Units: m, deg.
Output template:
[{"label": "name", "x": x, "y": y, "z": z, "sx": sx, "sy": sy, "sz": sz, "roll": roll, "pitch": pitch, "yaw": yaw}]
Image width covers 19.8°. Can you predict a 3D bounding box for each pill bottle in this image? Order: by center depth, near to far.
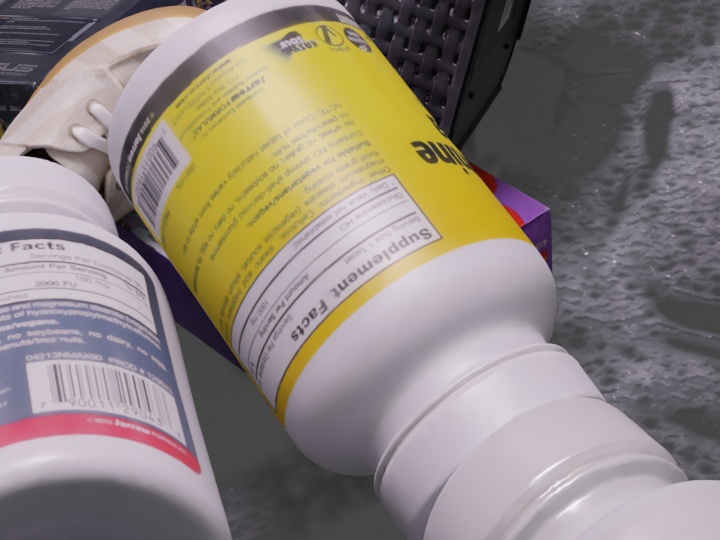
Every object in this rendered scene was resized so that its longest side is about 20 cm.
[{"label": "pill bottle", "x": 0.108, "y": 0.131, "z": 0.631, "sx": 0.114, "sy": 0.115, "sz": 0.200, "roll": -22, "pitch": 42, "yaw": -22}, {"label": "pill bottle", "x": -0.120, "y": 0.050, "z": 0.752, "sx": 0.119, "sy": 0.120, "sz": 0.200, "roll": -11, "pitch": 38, "yaw": -8}, {"label": "pill bottle", "x": 0.000, "y": 0.000, "z": 0.755, "sx": 0.112, "sy": 0.113, "sz": 0.200, "roll": -24, "pitch": 61, "yaw": -24}]

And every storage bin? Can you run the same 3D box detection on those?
[{"label": "storage bin", "x": 0.027, "y": -0.139, "z": 0.915, "sx": 0.093, "sy": 0.136, "sz": 0.200, "roll": 18, "pitch": 21, "yaw": 7}]

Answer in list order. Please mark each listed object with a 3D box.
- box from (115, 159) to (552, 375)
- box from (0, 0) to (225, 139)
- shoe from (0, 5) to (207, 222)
[{"label": "box", "x": -0.033, "y": -0.024, "z": 0.902, "sx": 0.136, "sy": 0.039, "sz": 0.200, "roll": -31, "pitch": 45, "yaw": -29}, {"label": "box", "x": -0.185, "y": -0.105, "z": 0.978, "sx": 0.199, "sy": 0.051, "sz": 0.158, "roll": 5, "pitch": 33, "yaw": 27}, {"label": "shoe", "x": -0.127, "y": -0.031, "z": 0.848, "sx": 0.200, "sy": 0.070, "sz": 0.054, "roll": -38, "pitch": 33, "yaw": 15}]
